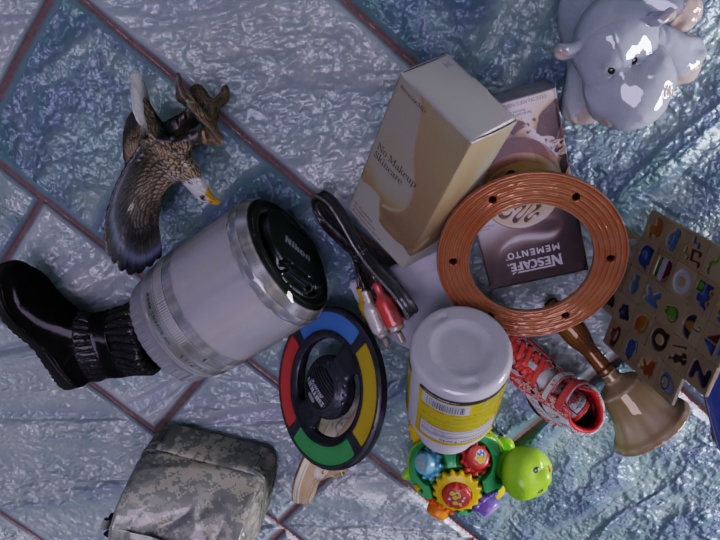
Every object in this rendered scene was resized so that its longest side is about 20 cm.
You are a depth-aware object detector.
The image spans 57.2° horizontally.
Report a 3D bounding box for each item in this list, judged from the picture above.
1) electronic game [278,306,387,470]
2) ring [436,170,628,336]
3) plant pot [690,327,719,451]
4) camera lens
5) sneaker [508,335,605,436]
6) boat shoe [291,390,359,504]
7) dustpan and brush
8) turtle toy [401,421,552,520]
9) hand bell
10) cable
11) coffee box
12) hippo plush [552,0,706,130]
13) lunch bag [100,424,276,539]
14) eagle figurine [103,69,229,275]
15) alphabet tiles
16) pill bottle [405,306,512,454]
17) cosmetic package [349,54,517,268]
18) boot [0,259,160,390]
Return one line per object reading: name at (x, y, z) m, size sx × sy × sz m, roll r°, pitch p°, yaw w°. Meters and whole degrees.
electronic game at (-0.040, 0.146, 0.826) m, size 0.199 × 0.041 × 0.202 m, roll -5°, pitch 84°, yaw 47°
ring at (0.181, -0.015, 0.705) m, size 0.198 × 0.019 × 0.202 m, roll 3°, pitch 123°, yaw 5°
plant pot at (0.452, 0.087, 0.700) m, size 0.178 × 0.200 × 0.201 m, roll -13°, pitch 111°, yaw 26°
camera lens at (-0.151, 0.023, 0.786) m, size 0.199 × 0.160 × 0.161 m, roll -31°, pitch 105°, yaw 19°
sneaker at (0.211, 0.116, 0.789) m, size 0.067 × 0.108 × 0.202 m, roll -45°, pitch 107°, yaw -11°
boat shoe at (-0.039, 0.250, 0.910) m, size 0.069 × 0.074 × 0.201 m, roll 23°, pitch 113°, yaw 5°
dustpan and brush at (0.089, 0.074, 0.836) m, size 0.139 × 0.057 × 0.201 m, roll -20°, pitch 102°, yaw 28°
turtle toy at (0.150, 0.263, 0.871) m, size 0.198 × 0.101 × 0.147 m, roll -11°, pitch 110°, yaw 13°
hand bell at (0.296, 0.114, 0.810) m, size 0.104 × 0.104 × 0.200 m, roll -38°, pitch 90°, yaw 21°
cable at (0.000, 0.000, 0.768) m, size 0.050 × 0.097 × 0.201 m, roll -37°, pitch 102°, yaw -21°
coffee box at (0.175, -0.093, 0.732) m, size 0.112 × 0.080 × 0.202 m, roll -13°, pitch 110°, yaw 14°
hippo plush at (0.258, -0.220, 0.622) m, size 0.158 × 0.161 × 0.201 m, roll -18°, pitch 109°, yaw 15°
lunch bag at (-0.232, 0.326, 0.920) m, size 0.198 × 0.168 × 0.141 m, roll 14°, pitch 114°, yaw 3°
eagle figurine at (-0.226, -0.111, 0.739) m, size 0.199 × 0.152 × 0.152 m, roll -36°, pitch 84°, yaw 22°
alphabet tiles at (0.321, 0.036, 0.701) m, size 0.006 × 0.200 × 0.168 m, roll 5°, pitch 112°, yaw -14°
pill bottle at (0.108, 0.139, 0.769) m, size 0.110 × 0.112 × 0.201 m, roll 7°, pitch 144°, yaw 6°
cosmetic package at (0.066, -0.106, 0.685) m, size 0.105 × 0.071 × 0.201 m, roll 48°, pitch 146°, yaw 19°
boot at (-0.368, 0.062, 0.877) m, size 0.157 × 0.080 × 0.212 m, roll -14°, pitch 120°, yaw 21°
